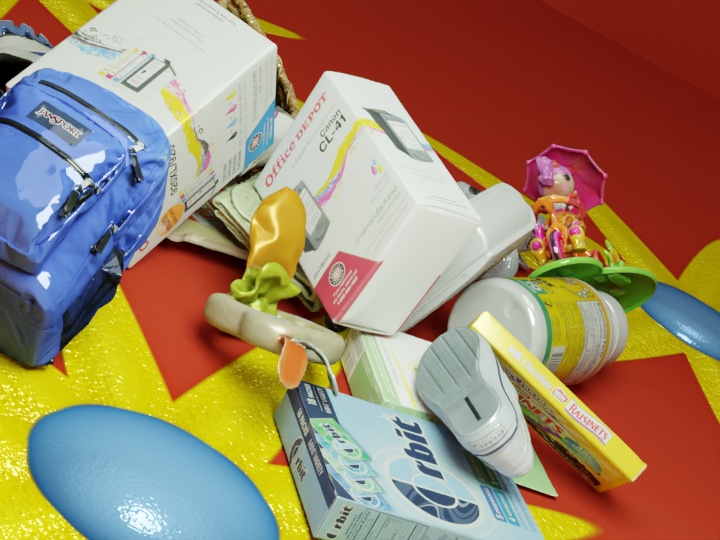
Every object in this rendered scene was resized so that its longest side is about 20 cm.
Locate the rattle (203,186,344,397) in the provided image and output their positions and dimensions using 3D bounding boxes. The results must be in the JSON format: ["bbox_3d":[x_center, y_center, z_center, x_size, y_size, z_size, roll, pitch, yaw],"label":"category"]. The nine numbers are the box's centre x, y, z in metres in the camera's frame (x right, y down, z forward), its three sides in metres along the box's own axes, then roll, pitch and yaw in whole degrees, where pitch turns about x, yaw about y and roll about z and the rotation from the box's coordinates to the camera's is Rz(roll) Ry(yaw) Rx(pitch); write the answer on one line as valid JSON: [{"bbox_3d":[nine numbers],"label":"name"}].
[{"bbox_3d":[-0.049,0.017,1.407,0.130,0.143,0.200,36,-3,-9],"label":"rattle"}]

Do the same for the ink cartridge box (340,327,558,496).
[{"bbox_3d":[0.086,0.124,1.523,0.200,0.048,0.146,18,23,-21],"label":"ink cartridge box"}]

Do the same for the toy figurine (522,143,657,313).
[{"bbox_3d":[0.222,-0.055,1.836,0.200,0.150,0.184,31,42,-58],"label":"toy figurine"}]

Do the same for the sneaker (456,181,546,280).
[{"bbox_3d":[0.172,-0.035,1.951,0.115,0.075,0.200,17,21,-23],"label":"sneaker"}]

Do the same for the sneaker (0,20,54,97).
[{"bbox_3d":[-0.299,-0.178,1.692,0.199,0.081,0.115,17,27,-11],"label":"sneaker"}]

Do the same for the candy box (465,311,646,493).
[{"bbox_3d":[0.167,0.121,1.527,0.200,0.026,0.102,44,-18,2],"label":"candy box"}]

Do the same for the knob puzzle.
[{"bbox_3d":[-0.201,-0.074,1.626,0.219,0.030,0.220,26,22,-11],"label":"knob puzzle"}]

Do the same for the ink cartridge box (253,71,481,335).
[{"bbox_3d":[0.002,-0.063,1.533,0.086,0.148,0.200,10,35,-41],"label":"ink cartridge box"}]

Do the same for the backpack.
[{"bbox_3d":[-0.235,-0.056,1.277,0.162,0.168,0.200,35,54,3],"label":"backpack"}]

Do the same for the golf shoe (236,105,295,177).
[{"bbox_3d":[-0.132,-0.120,1.689,0.200,0.073,0.092,-4,43,-40],"label":"golf shoe"}]

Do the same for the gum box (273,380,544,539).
[{"bbox_3d":[0.041,0.175,1.350,0.200,0.045,0.170,20,22,-24],"label":"gum box"}]

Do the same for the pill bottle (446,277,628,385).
[{"bbox_3d":[0.187,0.062,1.698,0.113,0.113,0.200,42,25,31],"label":"pill bottle"}]

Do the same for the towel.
[{"bbox_3d":[-0.067,-0.035,1.641,0.148,0.036,0.200,46,15,0],"label":"towel"}]

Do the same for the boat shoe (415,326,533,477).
[{"bbox_3d":[0.097,0.116,1.418,0.067,0.074,0.200,52,10,-21],"label":"boat shoe"}]

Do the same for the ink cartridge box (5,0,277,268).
[{"bbox_3d":[-0.193,-0.136,1.500,0.145,0.147,0.200,36,61,18],"label":"ink cartridge box"}]

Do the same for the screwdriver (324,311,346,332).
[{"bbox_3d":[0.000,0.000,1.612,0.029,0.028,0.200,44,32,-10],"label":"screwdriver"}]

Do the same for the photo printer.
[{"bbox_3d":[0.087,-0.012,1.674,0.069,0.166,0.200,52,25,3],"label":"photo printer"}]

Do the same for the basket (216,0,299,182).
[{"bbox_3d":[-0.125,-0.204,1.857,0.143,0.149,0.200,26,20,-8],"label":"basket"}]
